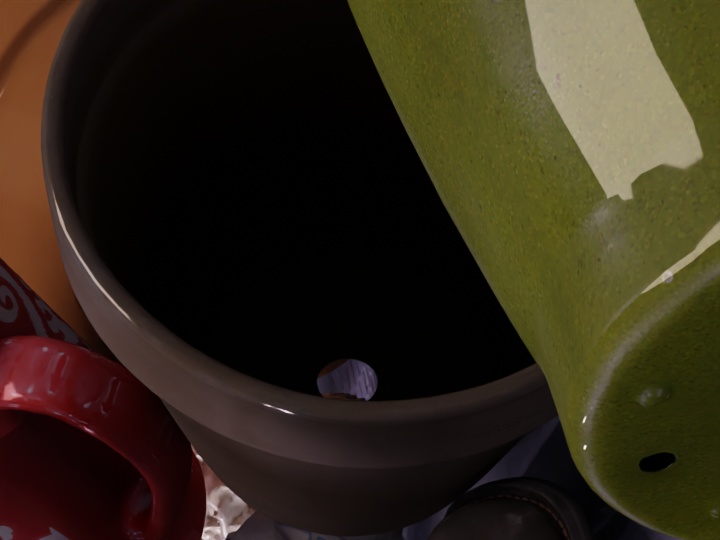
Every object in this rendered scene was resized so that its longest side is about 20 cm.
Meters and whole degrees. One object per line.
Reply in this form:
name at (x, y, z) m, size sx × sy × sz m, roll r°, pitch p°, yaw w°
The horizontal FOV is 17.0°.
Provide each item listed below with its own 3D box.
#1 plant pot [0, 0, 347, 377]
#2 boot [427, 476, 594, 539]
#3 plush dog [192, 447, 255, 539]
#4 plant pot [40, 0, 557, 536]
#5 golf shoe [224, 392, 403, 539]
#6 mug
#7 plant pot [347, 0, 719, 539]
plant pot at (-0.066, -0.032, 1.000) m, size 0.140 × 0.199 × 0.201 m, roll 24°, pitch 106°, yaw 55°
boot at (-0.004, 0.125, 0.709) m, size 0.200 × 0.173 × 0.070 m, roll -141°, pitch 42°, yaw -69°
plush dog at (-0.122, 0.131, 1.101) m, size 0.161 × 0.171 × 0.201 m, roll -126°, pitch 46°, yaw -66°
plant pot at (0.000, 0.000, 0.795) m, size 0.174 × 0.199 × 0.201 m, roll 93°, pitch 175°, yaw -58°
golf shoe at (-0.028, 0.110, 0.941) m, size 0.200 × 0.097 × 0.079 m, roll -108°, pitch 30°, yaw -57°
mug at (-0.143, 0.072, 0.903) m, size 0.134 × 0.200 × 0.177 m, roll -47°, pitch 48°, yaw -4°
plant pot at (0.088, -0.055, 0.494) m, size 0.201 × 0.199 × 0.194 m, roll 118°, pitch 149°, yaw -48°
